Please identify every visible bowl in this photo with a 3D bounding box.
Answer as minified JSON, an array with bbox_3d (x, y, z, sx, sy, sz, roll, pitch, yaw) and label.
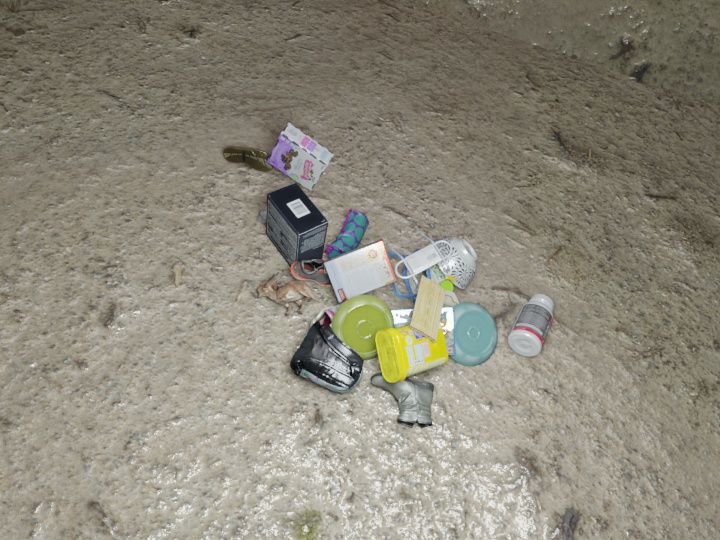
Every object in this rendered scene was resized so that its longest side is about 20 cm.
[{"bbox_3d":[0.335,-0.045,1.829,0.200,0.094,0.202,39,29,-26],"label":"bowl"}]

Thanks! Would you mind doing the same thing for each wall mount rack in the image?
[{"bbox_3d":[0.186,-0.043,1.711,0.198,0.075,0.175,-26,64,-8],"label":"wall mount rack"}]

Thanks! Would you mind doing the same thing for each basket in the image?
[{"bbox_3d":[0.180,0.014,1.788,0.197,0.140,0.178,-2,53,-24],"label":"basket"}]

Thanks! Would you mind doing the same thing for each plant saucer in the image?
[{"bbox_3d":[0.352,0.199,1.700,0.197,0.036,0.203,3,79,-14],"label":"plant saucer"},{"bbox_3d":[0.012,0.175,1.622,0.197,0.031,0.204,-1,96,-11],"label":"plant saucer"}]

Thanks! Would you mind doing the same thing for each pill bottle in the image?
[{"bbox_3d":[0.567,0.174,1.769,0.110,0.111,0.201,30,54,11],"label":"pill bottle"}]

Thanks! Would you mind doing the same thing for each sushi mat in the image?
[{"bbox_3d":[0.201,0.110,1.592,0.095,0.012,0.202,32,47,-14],"label":"sushi mat"}]

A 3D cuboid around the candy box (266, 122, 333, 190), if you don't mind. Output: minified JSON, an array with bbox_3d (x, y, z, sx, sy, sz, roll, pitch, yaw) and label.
[{"bbox_3d":[-0.221,-0.411,1.967,0.199,0.168,0.072,33,52,-10],"label":"candy box"}]

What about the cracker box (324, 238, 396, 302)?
[{"bbox_3d":[0.000,0.000,1.695,0.197,0.058,0.136,-20,99,3],"label":"cracker box"}]

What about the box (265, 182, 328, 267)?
[{"bbox_3d":[-0.214,-0.142,1.782,0.122,0.200,0.201,-26,63,-28],"label":"box"}]

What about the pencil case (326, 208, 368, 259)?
[{"bbox_3d":[-0.044,-0.117,1.871,0.092,0.085,0.201,41,51,-16],"label":"pencil case"}]

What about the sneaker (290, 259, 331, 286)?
[{"bbox_3d":[-0.123,0.001,1.746,0.198,0.082,0.078,2,69,-33],"label":"sneaker"}]

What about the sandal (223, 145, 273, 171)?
[{"bbox_3d":[-0.419,-0.433,2.042,0.197,0.081,0.054,13,30,3],"label":"sandal"}]

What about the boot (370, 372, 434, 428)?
[{"bbox_3d":[0.119,0.376,1.559,0.197,0.068,0.132,12,58,-1],"label":"boot"}]

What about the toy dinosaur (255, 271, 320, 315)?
[{"bbox_3d":[-0.224,0.064,1.707,0.197,0.086,0.137,-4,48,-22],"label":"toy dinosaur"}]

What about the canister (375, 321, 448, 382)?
[{"bbox_3d":[0.153,0.227,1.563,0.198,0.086,0.151,-9,85,-36],"label":"canister"}]

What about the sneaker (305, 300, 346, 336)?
[{"bbox_3d":[-0.080,0.149,1.665,0.081,0.089,0.199,41,57,19],"label":"sneaker"}]

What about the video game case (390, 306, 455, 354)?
[{"bbox_3d":[0.190,0.190,1.662,0.197,0.018,0.146,-3,87,4],"label":"video game case"}]

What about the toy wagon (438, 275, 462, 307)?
[{"bbox_3d":[0.259,0.115,1.724,0.153,0.039,0.203,17,85,-22],"label":"toy wagon"}]

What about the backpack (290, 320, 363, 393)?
[{"bbox_3d":[-0.083,0.263,1.554,0.198,0.127,0.168,28,76,8],"label":"backpack"}]
